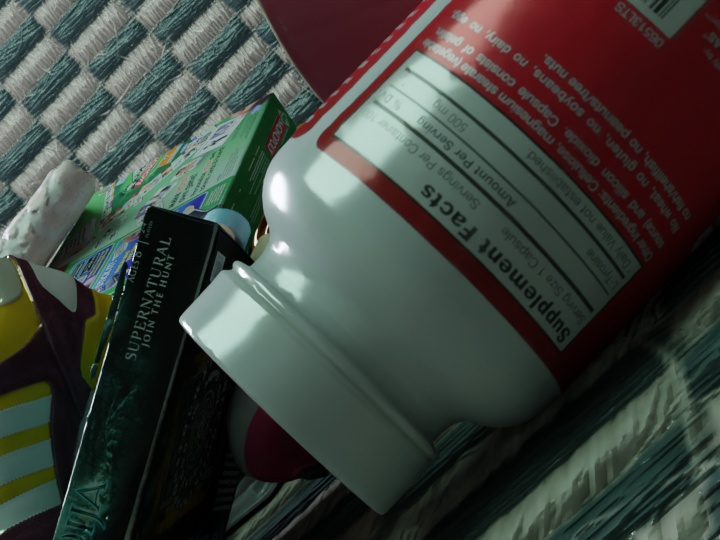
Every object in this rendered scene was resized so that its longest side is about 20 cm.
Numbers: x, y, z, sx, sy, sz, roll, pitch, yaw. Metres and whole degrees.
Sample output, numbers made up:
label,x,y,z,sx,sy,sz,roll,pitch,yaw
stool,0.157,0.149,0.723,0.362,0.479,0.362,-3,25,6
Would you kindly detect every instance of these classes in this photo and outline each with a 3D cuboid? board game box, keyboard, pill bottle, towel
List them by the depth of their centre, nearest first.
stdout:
label,x,y,z,sx,sy,sz,roll,pitch,yaw
pill bottle,0.044,-0.028,0.502,0.200,0.112,0.112,-46,6,-4
board game box,-0.066,0.059,0.610,0.200,0.028,0.136,63,-138,-82
keyboard,-0.095,0.144,0.843,0.200,0.011,0.056,-42,2,34
board game box,-0.111,-0.019,0.903,0.134,0.029,0.200,-28,20,20
towel,-0.225,0.035,0.965,0.200,0.032,0.191,-59,10,-13

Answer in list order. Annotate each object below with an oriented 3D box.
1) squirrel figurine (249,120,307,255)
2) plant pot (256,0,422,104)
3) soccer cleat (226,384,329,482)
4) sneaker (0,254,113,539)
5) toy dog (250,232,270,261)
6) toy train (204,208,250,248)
label,x,y,z,sx,sy,sz,roll,pitch,yaw
squirrel figurine,-0.049,0.000,0.999,0.200,0.142,0.187,-46,17,-18
plant pot,0.049,-0.150,0.650,0.179,0.200,0.200,-23,12,15
soccer cleat,0.000,0.005,0.671,0.200,0.086,0.070,-44,-36,-32
sneaker,-0.147,0.086,0.658,0.075,0.090,0.200,-42,35,45
toy dog,0.000,0.000,0.819,0.132,0.096,0.200,-61,1,2
toy train,-0.103,0.072,0.744,0.150,0.056,0.200,99,-174,-54
